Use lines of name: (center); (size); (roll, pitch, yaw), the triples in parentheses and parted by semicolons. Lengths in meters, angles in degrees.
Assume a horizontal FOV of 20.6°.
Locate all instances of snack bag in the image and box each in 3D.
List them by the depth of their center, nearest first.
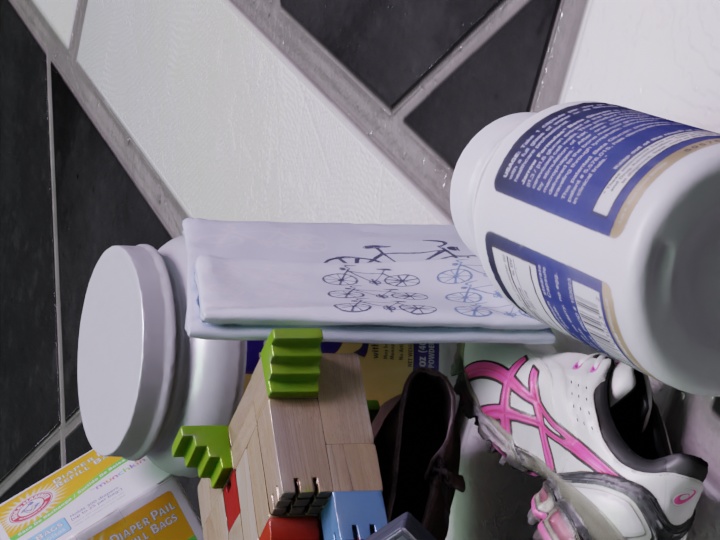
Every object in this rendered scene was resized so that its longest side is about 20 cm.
snack bag: (0.000, 0.000, 1.060); (0.200, 0.188, 0.021); (-108, 20, -72)

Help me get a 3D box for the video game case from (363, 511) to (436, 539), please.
video game case: (0.036, 0.219, 0.940); (0.143, 0.200, 0.019); (-37, 16, 26)

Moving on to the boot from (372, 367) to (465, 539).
boot: (0.009, 0.157, 1.053); (0.166, 0.072, 0.200); (94, -171, -76)

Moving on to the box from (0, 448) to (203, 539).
box: (-0.134, 0.217, 1.243); (0.200, 0.112, 0.101); (65, 166, -22)

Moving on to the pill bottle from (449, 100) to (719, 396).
pill bottle: (0.121, -0.019, 0.924); (0.200, 0.111, 0.111); (-151, 68, -63)

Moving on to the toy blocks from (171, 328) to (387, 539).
toy blocks: (-0.034, 0.137, 0.999); (0.200, 0.100, 0.137); (117, 148, -53)

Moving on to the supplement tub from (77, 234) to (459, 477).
supplement tub: (-0.055, 0.053, 1.184); (0.145, 0.200, 0.145); (-176, 90, -65)

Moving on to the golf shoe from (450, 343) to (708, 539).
golf shoe: (0.112, 0.074, 0.988); (0.092, 0.073, 0.200); (-55, 36, 18)
